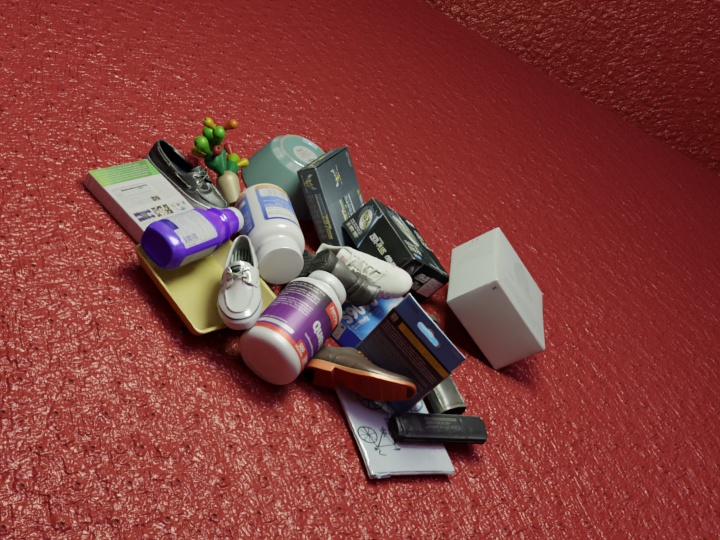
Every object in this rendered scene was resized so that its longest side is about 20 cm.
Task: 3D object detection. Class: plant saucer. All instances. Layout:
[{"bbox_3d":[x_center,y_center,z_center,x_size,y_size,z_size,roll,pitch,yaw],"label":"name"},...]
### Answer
[{"bbox_3d":[-0.262,0.028,1.488,0.200,0.048,0.200,-14,56,-50],"label":"plant saucer"}]

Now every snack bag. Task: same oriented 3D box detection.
[{"bbox_3d":[0.059,0.272,1.495,0.188,0.021,0.200,7,42,-35],"label":"snack bag"}]

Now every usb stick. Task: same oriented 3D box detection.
[{"bbox_3d":[0.138,0.274,1.513,0.200,0.033,0.056,9,48,-33],"label":"usb stick"}]

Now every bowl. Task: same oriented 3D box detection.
[{"bbox_3d":[-0.141,-0.212,1.852,0.200,0.105,0.201,23,35,-17],"label":"bowl"}]

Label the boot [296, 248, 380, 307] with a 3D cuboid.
[{"bbox_3d":[-0.055,0.023,1.610,0.132,0.070,0.200,35,-11,-22],"label":"boot"}]

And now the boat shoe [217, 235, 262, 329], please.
[{"bbox_3d":[-0.203,0.015,1.436,0.073,0.067,0.200,-7,35,-6],"label":"boat shoe"}]

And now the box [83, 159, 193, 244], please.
[{"bbox_3d":[-0.381,-0.115,1.576,0.200,0.036,0.144,46,34,14],"label":"box"}]

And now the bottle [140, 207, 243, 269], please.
[{"bbox_3d":[-0.278,-0.064,1.486,0.084,0.065,0.200,44,34,12],"label":"bottle"}]

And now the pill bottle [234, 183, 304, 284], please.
[{"bbox_3d":[-0.165,-0.065,1.615,0.112,0.112,0.200,15,31,-28],"label":"pill bottle"}]

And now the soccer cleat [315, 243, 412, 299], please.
[{"bbox_3d":[0.000,0.000,1.635,0.200,0.070,0.086,16,-22,33],"label":"soccer cleat"}]

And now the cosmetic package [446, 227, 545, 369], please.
[{"bbox_3d":[0.283,0.058,1.814,0.200,0.123,0.200,53,25,-23],"label":"cosmetic package"}]

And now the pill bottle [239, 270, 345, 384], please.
[{"bbox_3d":[-0.105,0.089,1.455,0.112,0.113,0.200,37,49,3],"label":"pill bottle"}]

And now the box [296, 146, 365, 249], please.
[{"bbox_3d":[-0.048,-0.137,1.788,0.158,0.051,0.200,-43,119,-57],"label":"box"}]

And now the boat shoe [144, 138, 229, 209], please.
[{"bbox_3d":[-0.325,-0.179,1.677,0.200,0.066,0.070,41,33,9],"label":"boat shoe"}]

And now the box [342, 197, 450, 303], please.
[{"bbox_3d":[0.077,-0.037,1.775,0.164,0.086,0.200,57,16,27],"label":"box"}]

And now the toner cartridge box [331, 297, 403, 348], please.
[{"bbox_3d":[0.020,0.091,1.668,0.095,0.043,0.200,43,33,10],"label":"toner cartridge box"}]

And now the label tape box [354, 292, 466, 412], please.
[{"bbox_3d":[0.088,0.135,1.474,0.143,0.200,0.066,48,41,8],"label":"label tape box"}]

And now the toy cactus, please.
[{"bbox_3d":[-0.267,-0.212,1.735,0.200,0.102,0.165,76,-6,-84],"label":"toy cactus"}]

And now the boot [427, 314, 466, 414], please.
[{"bbox_3d":[0.143,0.180,1.640,0.200,0.073,0.182,56,22,20],"label":"boot"}]

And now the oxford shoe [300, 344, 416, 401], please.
[{"bbox_3d":[0.002,0.164,1.468,0.199,0.071,0.073,14,50,9],"label":"oxford shoe"}]
